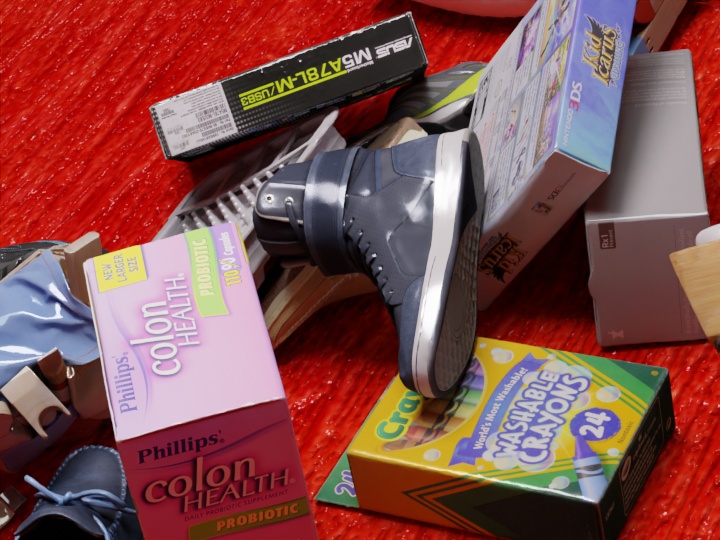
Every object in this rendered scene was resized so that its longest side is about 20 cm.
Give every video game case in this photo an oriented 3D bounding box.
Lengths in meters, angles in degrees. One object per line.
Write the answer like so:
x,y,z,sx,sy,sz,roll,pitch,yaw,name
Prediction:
0.121,-0.101,1.549,0.045,0.181,0.201,22,53,-12,video game case

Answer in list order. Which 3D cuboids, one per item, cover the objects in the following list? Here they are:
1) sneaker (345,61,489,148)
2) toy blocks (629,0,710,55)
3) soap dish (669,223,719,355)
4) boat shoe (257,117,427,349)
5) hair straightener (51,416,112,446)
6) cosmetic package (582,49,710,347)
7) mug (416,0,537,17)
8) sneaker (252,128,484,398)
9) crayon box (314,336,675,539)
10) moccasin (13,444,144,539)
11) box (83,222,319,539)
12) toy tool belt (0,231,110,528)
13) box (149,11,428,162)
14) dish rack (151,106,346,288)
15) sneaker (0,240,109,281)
0.041,-0.097,1.697,0.199,0.074,0.081,-28,28,-28,sneaker
0.190,-0.237,1.741,0.099,0.201,0.137,6,51,37,toy blocks
0.301,0.025,1.337,0.199,0.157,0.082,-16,47,26,soap dish
-0.002,-0.011,1.584,0.200,0.076,0.072,-50,13,-15,boat shoe
-0.169,0.072,1.542,0.198,0.041,0.077,-16,35,5,hair straightener
0.192,-0.051,1.548,0.089,0.107,0.201,-6,38,6,cosmetic package
0.108,-0.281,1.867,0.174,0.149,0.199,21,17,27,mug
0.000,0.001,1.463,0.145,0.077,0.203,-4,48,13,sneaker
0.080,0.102,1.423,0.198,0.052,0.126,8,41,26,crayon box
-0.172,0.170,1.393,0.080,0.069,0.201,-7,36,7,moccasin
-0.084,0.109,1.337,0.096,0.201,0.176,-15,35,-3,box
-0.228,0.067,1.454,0.125,0.123,0.200,39,74,21,toy tool belt
-0.049,-0.131,1.681,0.198,0.048,0.193,-20,0,0,box
-0.093,-0.022,1.600,0.171,0.044,0.200,-24,22,43,dish rack
-0.266,0.020,1.639,0.198,0.074,0.082,-5,8,16,sneaker
